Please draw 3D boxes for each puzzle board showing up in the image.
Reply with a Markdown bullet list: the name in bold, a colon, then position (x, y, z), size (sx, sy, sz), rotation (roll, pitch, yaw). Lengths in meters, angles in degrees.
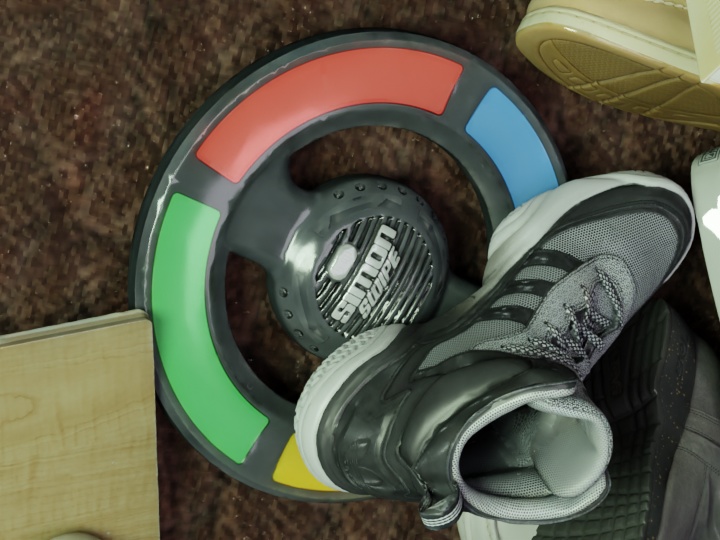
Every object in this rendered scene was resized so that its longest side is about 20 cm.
- **puzzle board**: position (-0.175, 0.099, 0.861), size (0.199, 0.017, 0.151), rotation (-11, 120, -21)

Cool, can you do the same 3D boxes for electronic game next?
- **electronic game**: position (0.000, 0.000, 0.911), size (0.199, 0.042, 0.201), rotation (-7, 108, -23)

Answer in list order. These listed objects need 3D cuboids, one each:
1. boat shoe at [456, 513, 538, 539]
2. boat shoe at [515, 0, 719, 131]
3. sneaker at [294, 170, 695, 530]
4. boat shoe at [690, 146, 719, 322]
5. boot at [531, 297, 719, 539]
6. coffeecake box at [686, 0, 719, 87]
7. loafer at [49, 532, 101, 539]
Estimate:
- **boat shoe**: position (0.116, 0.159, 0.995), size (0.071, 0.069, 0.200), rotation (-41, 116, -6)
- **boat shoe**: position (0.156, -0.099, 0.945), size (0.199, 0.074, 0.070), rotation (13, 80, -27)
- **sneaker**: position (0.078, 0.037, 0.877), size (0.200, 0.114, 0.076), rotation (-34, 122, -19)
- **boat shoe**: position (0.198, 0.039, 0.950), size (0.071, 0.063, 0.201), rotation (-37, 111, -60)
- **boot**: position (0.145, 0.121, 0.955), size (0.132, 0.070, 0.201), rotation (39, 55, -27)
- **coffeecake box**: position (0.227, -0.130, 0.914), size (0.199, 0.154, 0.073), rotation (15, 143, -27)
- **loafer**: position (-0.077, 0.190, 0.905), size (0.076, 0.068, 0.200), rotation (-42, 126, -4)
